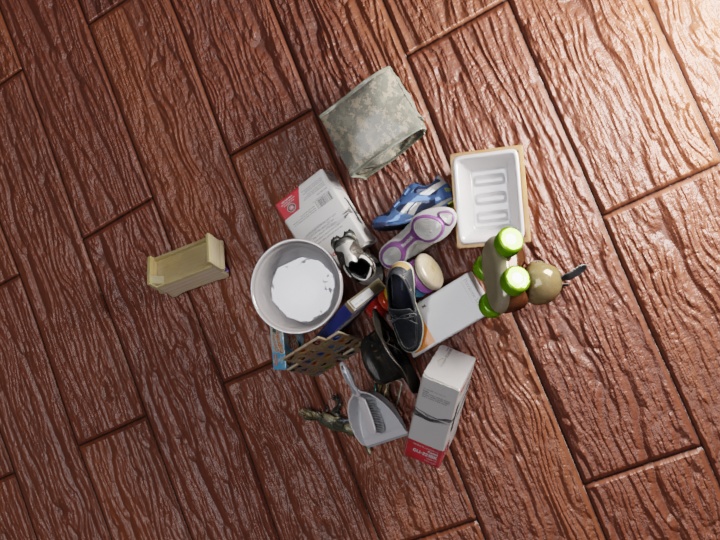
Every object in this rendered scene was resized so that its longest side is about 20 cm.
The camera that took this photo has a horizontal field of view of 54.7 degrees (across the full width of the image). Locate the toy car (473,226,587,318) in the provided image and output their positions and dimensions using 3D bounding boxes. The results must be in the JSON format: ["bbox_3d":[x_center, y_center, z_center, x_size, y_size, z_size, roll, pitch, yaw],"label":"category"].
[{"bbox_3d":[0.351,0.007,1.411,0.196,0.165,0.161,-1,69,-10],"label":"toy car"}]

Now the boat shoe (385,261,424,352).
[{"bbox_3d":[0.090,0.083,1.476,0.073,0.062,0.204,1,108,25],"label":"boat shoe"}]

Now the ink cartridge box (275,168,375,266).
[{"bbox_3d":[-0.079,-0.107,1.602,0.143,0.084,0.202,-34,81,16],"label":"ink cartridge box"}]

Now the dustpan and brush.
[{"bbox_3d":[0.008,0.293,1.544,0.139,0.057,0.203,-28,81,38],"label":"dustpan and brush"}]

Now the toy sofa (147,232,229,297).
[{"bbox_3d":[-0.428,-0.011,1.737,0.197,0.098,0.084,-19,61,19],"label":"toy sofa"}]

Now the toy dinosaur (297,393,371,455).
[{"bbox_3d":[-0.049,0.349,1.632,0.198,0.047,0.089,25,114,16],"label":"toy dinosaur"}]

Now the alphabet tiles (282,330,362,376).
[{"bbox_3d":[-0.084,0.188,1.559,0.166,0.199,0.008,-32,64,17],"label":"alphabet tiles"}]

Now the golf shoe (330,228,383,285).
[{"bbox_3d":[0.000,0.000,1.519,0.077,0.200,0.095,-32,52,12],"label":"golf shoe"}]

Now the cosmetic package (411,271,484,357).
[{"bbox_3d":[0.182,0.097,1.528,0.199,0.071,0.102,-33,82,17],"label":"cosmetic package"}]

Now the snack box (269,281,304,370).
[{"bbox_3d":[-0.173,0.123,1.627,0.036,0.116,0.204,-5,91,19],"label":"snack box"}]

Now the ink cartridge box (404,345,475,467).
[{"bbox_3d":[0.168,0.283,1.467,0.083,0.144,0.203,18,116,17],"label":"ink cartridge box"}]

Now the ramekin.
[{"bbox_3d":[-0.133,0.038,1.509,0.196,0.105,0.204,0,84,4],"label":"ramekin"}]

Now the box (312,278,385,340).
[{"bbox_3d":[-0.034,0.105,1.538,0.032,0.121,0.200,46,133,7],"label":"box"}]

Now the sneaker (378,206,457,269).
[{"bbox_3d":[0.127,-0.082,1.517,0.199,0.100,0.075,-33,93,27],"label":"sneaker"}]

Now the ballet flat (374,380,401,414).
[{"bbox_3d":[0.058,0.247,1.586,0.071,0.068,0.204,-6,91,-1],"label":"ballet flat"}]

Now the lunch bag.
[{"bbox_3d":[0.035,-0.326,1.538,0.199,0.117,0.166,-32,81,22],"label":"lunch bag"}]

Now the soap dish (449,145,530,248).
[{"bbox_3d":[0.277,-0.154,1.480,0.155,0.081,0.204,-5,90,19],"label":"soap dish"}]

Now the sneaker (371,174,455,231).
[{"bbox_3d":[0.113,-0.145,1.544,0.197,0.074,0.084,-21,83,11],"label":"sneaker"}]

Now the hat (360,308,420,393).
[{"bbox_3d":[0.048,0.187,1.492,0.080,0.200,0.203,-30,83,8],"label":"hat"}]

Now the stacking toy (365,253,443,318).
[{"bbox_3d":[0.087,0.045,1.550,0.199,0.085,0.086,-34,81,33],"label":"stacking toy"}]
